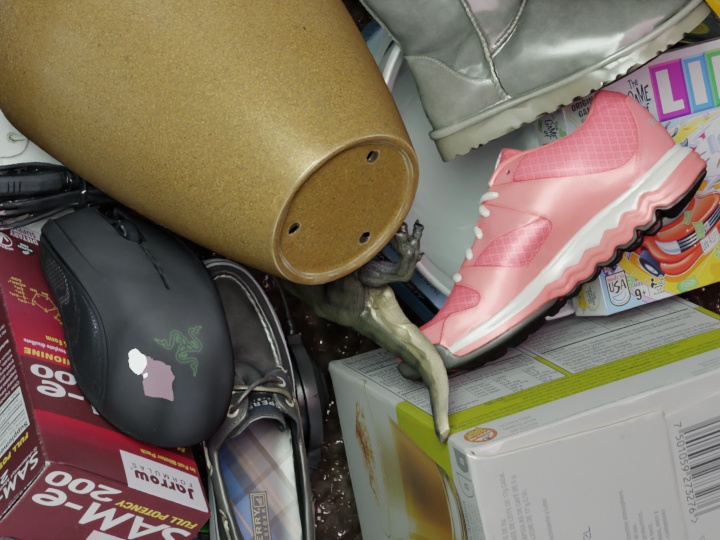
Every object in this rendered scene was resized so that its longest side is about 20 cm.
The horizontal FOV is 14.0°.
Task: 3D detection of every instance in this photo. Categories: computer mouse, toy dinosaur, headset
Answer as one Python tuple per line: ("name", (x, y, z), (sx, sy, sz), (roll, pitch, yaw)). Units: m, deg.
("computer mouse", (-0.125, 0.006, 1.557), (0.138, 0.053, 0.200), (-1, 47, -34))
("toy dinosaur", (0.000, 0.000, 1.570), (0.047, 0.200, 0.088), (-4, 125, -47))
("headset", (-0.075, 0.059, 1.688), (0.123, 0.094, 0.200), (20, 95, -17))

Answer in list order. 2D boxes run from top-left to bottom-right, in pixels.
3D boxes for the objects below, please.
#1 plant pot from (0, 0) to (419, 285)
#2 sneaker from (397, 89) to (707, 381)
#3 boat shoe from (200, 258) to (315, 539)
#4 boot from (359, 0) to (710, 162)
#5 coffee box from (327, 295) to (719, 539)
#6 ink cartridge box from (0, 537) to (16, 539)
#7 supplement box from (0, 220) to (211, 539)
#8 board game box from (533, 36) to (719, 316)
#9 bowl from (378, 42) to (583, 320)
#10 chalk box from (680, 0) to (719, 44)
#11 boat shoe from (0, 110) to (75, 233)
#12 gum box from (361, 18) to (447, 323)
("plant pot", (-0.063, -0.087, 1.526), (0.186, 0.200, 0.187), (-27, 141, -25))
("sneaker", (0.090, -0.019, 1.591), (0.200, 0.074, 0.087), (-39, 81, 2))
("boat shoe", (-0.061, 0.089, 1.601), (0.070, 0.066, 0.200), (-3, 82, -21))
("boot", (0.068, -0.179, 1.565), (0.182, 0.073, 0.200), (-26, 93, 3))
("coffee box", (0.122, 0.137, 1.656), (0.200, 0.198, 0.200), (-17, 109, -20))
("ink cartridge box", (-0.224, 0.146, 1.564), (0.086, 0.146, 0.200), (-32, 98, 3))
("supplement box", (-0.159, 0.066, 1.571), (0.109, 0.200, 0.061), (21, 122, -35))
("board game box", (0.198, -0.063, 1.673), (0.200, 0.034, 0.135), (-16, 96, -28))
("bowl", (0.073, -0.071, 1.675), (0.201, 0.090, 0.201), (1, 89, -30))
("chalk box", (0.185, -0.217, 1.746), (0.200, 0.124, 0.124), (42, 70, -47))
("boat shoe", (-0.189, -0.092, 1.644), (0.073, 0.067, 0.200), (-10, 90, -21))
("gum box", (0.063, -0.085, 1.751), (0.170, 0.045, 0.200), (45, 74, -13))
